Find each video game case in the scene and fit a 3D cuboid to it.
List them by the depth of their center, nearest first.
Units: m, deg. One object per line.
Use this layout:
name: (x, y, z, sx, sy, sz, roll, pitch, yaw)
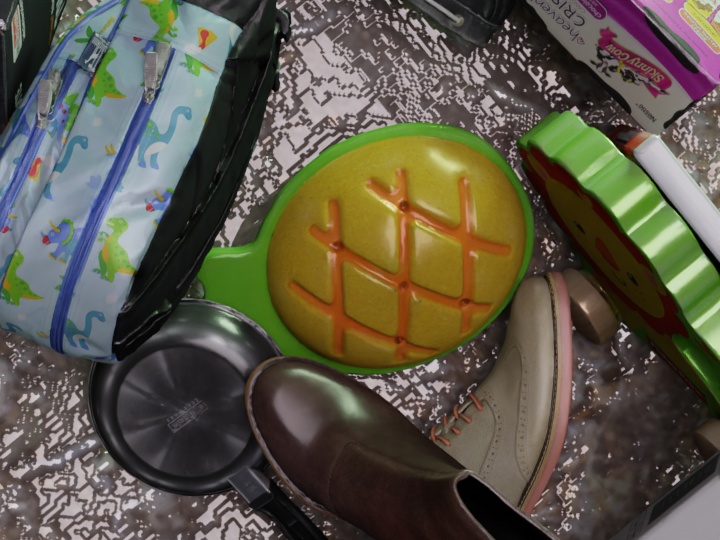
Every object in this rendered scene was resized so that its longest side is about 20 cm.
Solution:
video game case: (0.189, -0.018, 1.239, 0.017, 0.200, 0.143, -39, 93, 4)

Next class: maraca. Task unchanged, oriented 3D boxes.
maraca: (0.000, 0.000, 1.247, 0.200, 0.107, 0.137, -31, 107, 7)

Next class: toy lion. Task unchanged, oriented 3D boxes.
toy lion: (0.160, 0.008, 1.216, 0.069, 0.192, 0.200, -39, 64, -7)

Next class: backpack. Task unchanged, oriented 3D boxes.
backpack: (-0.125, -0.050, 1.184, 0.154, 0.163, 0.200, 10, 74, -6)

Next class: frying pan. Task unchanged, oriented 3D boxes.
frying pan: (-0.083, 0.107, 1.246, 0.115, 0.031, 0.190, -13, 105, 9)

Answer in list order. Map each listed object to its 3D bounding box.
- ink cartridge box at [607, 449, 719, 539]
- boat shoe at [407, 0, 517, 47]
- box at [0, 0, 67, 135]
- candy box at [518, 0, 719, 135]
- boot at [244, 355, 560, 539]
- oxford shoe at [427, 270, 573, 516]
ink cartridge box: (0.190, 0.215, 1.235, 0.174, 0.044, 0.200, 43, 119, -6)
boat shoe: (-0.002, -0.189, 1.280, 0.200, 0.072, 0.071, 29, 105, 5)
box: (-0.170, -0.179, 1.166, 0.050, 0.200, 0.199, 15, 72, -3)
candy box: (0.171, -0.182, 1.274, 0.136, 0.061, 0.200, 45, 46, -4)
boot: (0.032, 0.106, 1.149, 0.200, 0.166, 0.072, 43, 74, -1)
oxford shoe: (0.069, 0.094, 1.250, 0.074, 0.071, 0.200, 12, 97, -5)
